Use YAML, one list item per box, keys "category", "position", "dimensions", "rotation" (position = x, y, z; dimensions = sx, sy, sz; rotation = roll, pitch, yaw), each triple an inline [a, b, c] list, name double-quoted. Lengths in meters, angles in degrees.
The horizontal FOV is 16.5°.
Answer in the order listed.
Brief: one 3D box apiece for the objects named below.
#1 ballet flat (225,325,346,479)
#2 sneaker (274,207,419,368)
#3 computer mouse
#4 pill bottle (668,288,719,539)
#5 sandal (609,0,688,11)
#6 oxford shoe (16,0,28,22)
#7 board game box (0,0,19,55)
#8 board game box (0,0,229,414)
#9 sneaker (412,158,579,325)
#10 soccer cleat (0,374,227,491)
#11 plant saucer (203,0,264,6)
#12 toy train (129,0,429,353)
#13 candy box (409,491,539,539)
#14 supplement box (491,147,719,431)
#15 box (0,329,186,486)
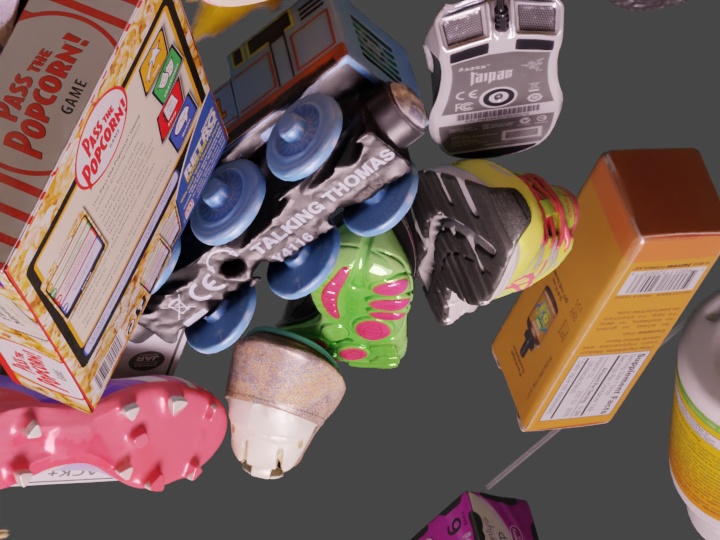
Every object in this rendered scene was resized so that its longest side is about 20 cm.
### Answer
- category: "ballet flat"
  position: [-0.047, 0.084, 1.413]
  dimensions: [0.068, 0.068, 0.200]
  rotation: [16, 167, 3]
- category: "sneaker"
  position: [0.000, 0.000, 1.362]
  dimensions: [0.076, 0.084, 0.200]
  rotation: [15, 160, -7]
- category: "computer mouse"
  position: [0.064, -0.121, 1.233]
  dimensions: [0.109, 0.044, 0.200]
  rotation: [-8, 152, -5]
- category: "pill bottle"
  position: [0.255, 0.102, 1.594]
  dimensions: [0.111, 0.111, 0.200]
  rotation: [-13, 147, -5]
- category: "sandal"
  position: [0.209, -0.181, 1.226]
  dimensions: [0.199, 0.045, 0.075]
  rotation: [-14, 144, 23]
- category: "oxford shoe"
  position: [-0.157, -0.133, 1.103]
  dimensions: [0.084, 0.073, 0.200]
  rotation: [-23, 147, 13]
- category: "board game box"
  position: [-0.244, -0.094, 1.017]
  dimensions: [0.198, 0.043, 0.201]
  rotation: [11, 112, -10]
- category: "board game box"
  position: [-0.119, -0.039, 1.076]
  dimensions: [0.046, 0.152, 0.200]
  rotation: [22, 163, 12]
- category: "sneaker"
  position: [0.078, -0.027, 1.339]
  dimensions: [0.090, 0.078, 0.200]
  rotation: [-22, 177, -8]
- category: "soccer cleat"
  position: [-0.156, 0.080, 1.328]
  dimensions: [0.200, 0.076, 0.067]
  rotation: [-3, 117, -46]
- category: "plant saucer"
  position: [-0.013, -0.172, 1.050]
  dimensions: [0.200, 0.051, 0.201]
  rotation: [-29, 171, -5]
- category: "toy train"
  position: [-0.053, -0.045, 1.231]
  dimensions: [0.200, 0.115, 0.087]
  rotation: [-36, 132, 21]
- category: "candy box"
  position: [0.052, 0.263, 1.722]
  dimensions: [0.061, 0.137, 0.200]
  rotation: [13, 137, -34]
- category: "supplement box"
  position: [0.144, 0.014, 1.458]
  dimensions: [0.069, 0.067, 0.200]
  rotation: [-3, 146, -25]
- category: "box"
  position: [-0.163, 0.042, 1.370]
  dimensions: [0.116, 0.060, 0.200]
  rotation: [-1, 144, -22]
